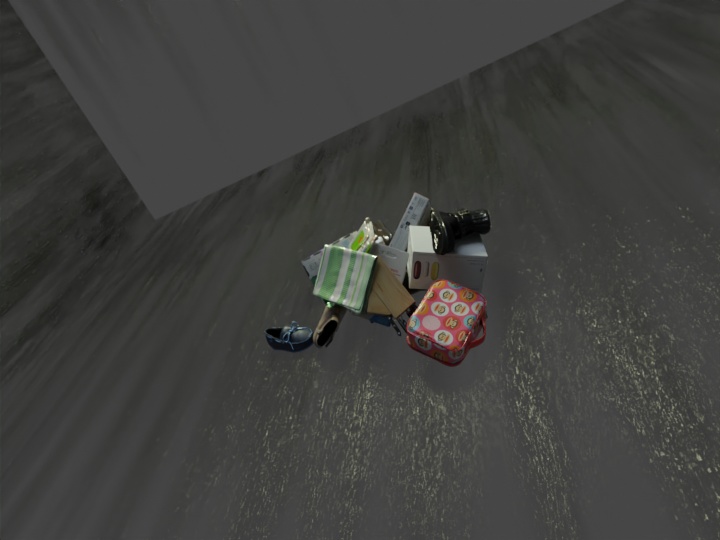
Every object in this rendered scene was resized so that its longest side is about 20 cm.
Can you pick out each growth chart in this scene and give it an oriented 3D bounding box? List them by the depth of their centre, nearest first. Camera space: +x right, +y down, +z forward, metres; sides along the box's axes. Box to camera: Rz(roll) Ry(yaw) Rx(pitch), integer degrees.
[{"bbox_3d":[-0.001,-0.065,1.563,0.146,0.017,0.201,-57,17,16],"label":"growth chart"}]

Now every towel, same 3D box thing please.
[{"bbox_3d":[-0.045,0.019,1.494,0.197,0.023,0.157,16,92,45],"label":"towel"}]

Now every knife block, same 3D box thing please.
[{"bbox_3d":[0.106,0.071,1.458,0.170,0.206,0.064,5,-7,5],"label":"knife block"}]

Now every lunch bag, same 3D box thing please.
[{"bbox_3d":[0.219,0.125,1.350,0.173,0.083,0.201,21,51,26],"label":"lunch bag"}]

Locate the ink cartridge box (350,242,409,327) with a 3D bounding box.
[{"bbox_3d":[0.056,0.039,1.533,0.113,0.205,0.067,17,-4,7],"label":"ink cartridge box"}]

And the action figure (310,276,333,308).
[{"bbox_3d":[-0.032,0.022,1.622,0.196,0.055,0.119,-23,58,-20],"label":"action figure"}]

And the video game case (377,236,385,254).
[{"bbox_3d":[0.000,0.000,1.729,0.197,0.183,0.023,-31,57,-3],"label":"video game case"}]

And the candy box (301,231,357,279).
[{"bbox_3d":[-0.089,-0.054,1.942,0.197,0.073,0.168,-29,2,10],"label":"candy box"}]

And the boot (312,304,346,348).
[{"bbox_3d":[-0.074,0.129,1.618,0.146,0.069,0.204,-102,37,-80],"label":"boot"}]

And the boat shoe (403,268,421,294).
[{"bbox_3d":[0.143,0.030,1.610,0.195,0.074,0.066,-7,4,-9],"label":"boat shoe"}]

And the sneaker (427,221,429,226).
[{"bbox_3d":[0.228,-0.131,1.809,0.099,0.070,0.200,-58,28,6],"label":"sneaker"}]

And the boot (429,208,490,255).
[{"bbox_3d":[0.264,-0.106,1.466,0.153,0.081,0.213,3,30,0],"label":"boot"}]

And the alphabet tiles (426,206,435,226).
[{"bbox_3d":[0.186,-0.121,1.789,0.169,0.007,0.201,-56,30,16],"label":"alphabet tiles"}]

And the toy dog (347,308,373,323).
[{"bbox_3d":[0.034,0.085,1.661,0.130,0.098,0.199,-12,16,39],"label":"toy dog"}]

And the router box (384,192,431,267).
[{"bbox_3d":[0.146,-0.112,1.686,0.204,0.048,0.179,-64,-12,-1],"label":"router box"}]

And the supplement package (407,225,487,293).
[{"bbox_3d":[0.228,-0.032,1.528,0.194,0.113,0.157,3,30,0],"label":"supplement package"}]

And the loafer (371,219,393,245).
[{"bbox_3d":[0.065,-0.113,1.906,0.070,0.074,0.200,-33,21,-1],"label":"loafer"}]

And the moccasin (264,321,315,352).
[{"bbox_3d":[-0.219,0.202,1.698,0.196,0.069,0.081,-12,34,35],"label":"moccasin"}]
